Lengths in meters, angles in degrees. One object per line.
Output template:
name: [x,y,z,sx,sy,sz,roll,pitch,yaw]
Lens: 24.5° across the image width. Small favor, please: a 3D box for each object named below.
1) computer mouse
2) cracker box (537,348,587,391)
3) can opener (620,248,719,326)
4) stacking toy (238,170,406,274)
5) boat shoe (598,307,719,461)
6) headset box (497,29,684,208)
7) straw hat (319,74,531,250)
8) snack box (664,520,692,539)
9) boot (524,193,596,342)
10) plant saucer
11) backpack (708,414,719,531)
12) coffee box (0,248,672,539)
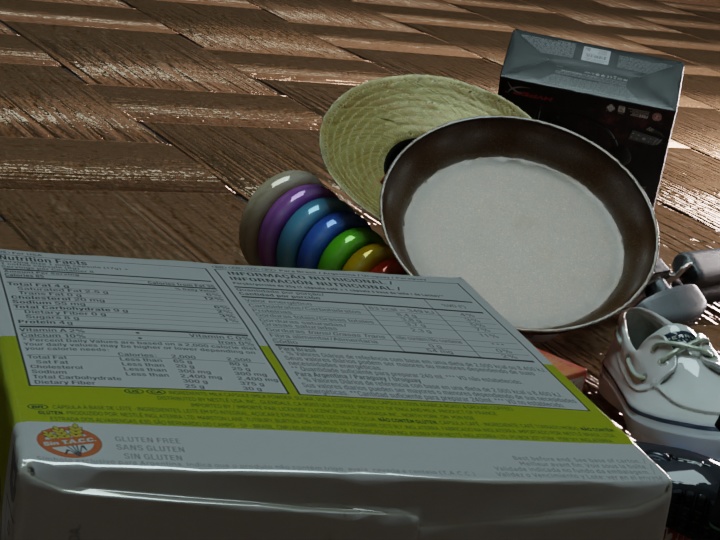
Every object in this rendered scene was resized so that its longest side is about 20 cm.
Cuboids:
computer mouse: [0.136,0.095,0.917,0.198,0.034,0.059,25,32,5]
cracker box: [0.026,0.077,1.000,0.133,0.058,0.199,23,21,36]
can opener: [0.278,0.022,1.369,0.199,0.053,0.067,-6,55,-44]
stacking toy: [0.000,0.000,1.211,0.085,0.086,0.199,-6,28,-43]
boat shoe: [0.198,0.068,1.065,0.073,0.068,0.200,0,10,-15]
headset box: [0.182,-0.089,1.407,0.147,0.202,0.075,13,42,7]
straw hat: [0.056,-0.055,1.268,0.198,0.086,0.202,6,43,-6]
snack box: [0.203,0.134,0.974,0.198,0.025,0.072,-2,20,-34]
boot: [0.186,-0.027,1.265,0.073,0.096,0.200,40,46,5]
plant saucer: [0.110,-0.028,1.163,0.197,0.032,0.202,4,50,-4]
backpack: [0.295,0.125,0.832,0.174,0.155,0.199,-8,14,-40]
coffee box: [-0.038,0.120,0.575,0.197,0.202,0.198,3,17,-19]
